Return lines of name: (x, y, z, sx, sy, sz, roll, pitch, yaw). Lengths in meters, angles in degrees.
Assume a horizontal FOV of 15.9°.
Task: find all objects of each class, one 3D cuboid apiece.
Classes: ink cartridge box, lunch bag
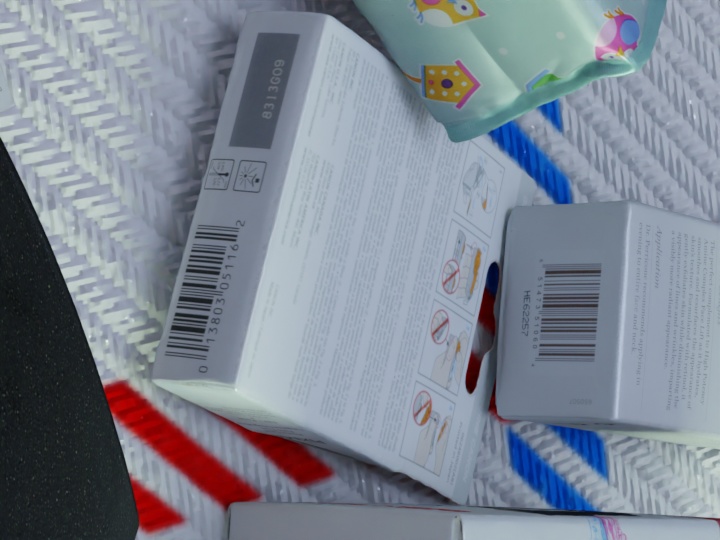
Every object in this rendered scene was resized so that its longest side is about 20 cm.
ink cartridge box: (0.000, 0.000, 1.101, 0.200, 0.047, 0.161, 33, 67, -55)
ink cartridge box: (0.061, 0.140, 1.072, 0.199, 0.145, 0.083, 7, 84, -42)
lunch bag: (0.059, -0.184, 1.094, 0.171, 0.122, 0.200, 54, 36, -23)

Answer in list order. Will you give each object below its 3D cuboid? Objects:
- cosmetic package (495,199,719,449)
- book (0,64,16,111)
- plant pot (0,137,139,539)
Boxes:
cosmetic package: (0.154, 0.031, 1.202, 0.200, 0.074, 0.102, 13, 80, -47)
book: (-0.216, -0.127, 0.893, 0.133, 0.048, 0.201, -28, 107, -37)
plant pot: (-0.181, 0.082, 0.789, 0.178, 0.199, 0.200, 56, 30, -33)
